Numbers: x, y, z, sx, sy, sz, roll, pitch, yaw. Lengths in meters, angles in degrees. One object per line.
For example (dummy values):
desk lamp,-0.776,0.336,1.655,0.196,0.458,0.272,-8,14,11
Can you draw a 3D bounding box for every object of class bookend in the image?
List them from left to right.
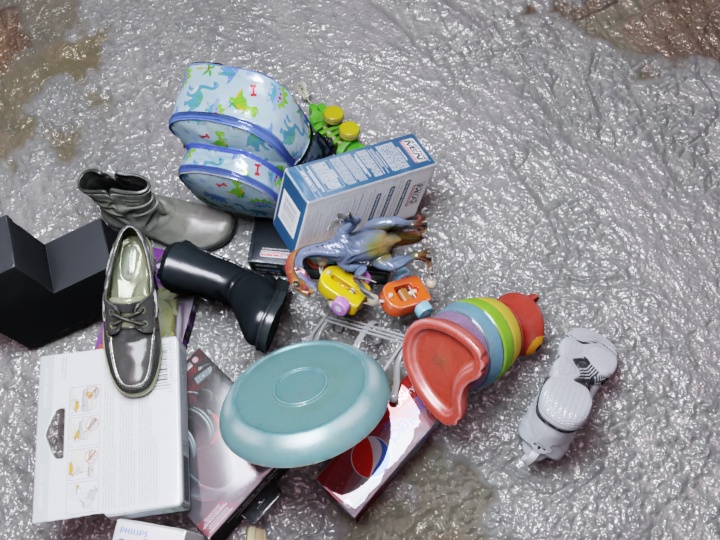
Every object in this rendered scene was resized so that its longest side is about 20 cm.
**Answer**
bookend,-0.396,-0.009,0.996,0.196,0.200,0.093,-25,63,3

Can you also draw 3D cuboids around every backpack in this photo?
backpack,-0.149,-0.160,1.010,0.179,0.200,0.150,10,70,20

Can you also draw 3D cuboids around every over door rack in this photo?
over door rack,-0.032,0.133,0.963,0.146,0.068,0.200,12,38,36

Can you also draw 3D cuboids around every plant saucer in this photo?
plant saucer,-0.065,0.137,0.877,0.196,0.028,0.201,-9,31,6

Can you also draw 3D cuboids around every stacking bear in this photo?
stacking bear,0.155,0.085,0.969,0.198,0.123,0.113,-19,49,-42

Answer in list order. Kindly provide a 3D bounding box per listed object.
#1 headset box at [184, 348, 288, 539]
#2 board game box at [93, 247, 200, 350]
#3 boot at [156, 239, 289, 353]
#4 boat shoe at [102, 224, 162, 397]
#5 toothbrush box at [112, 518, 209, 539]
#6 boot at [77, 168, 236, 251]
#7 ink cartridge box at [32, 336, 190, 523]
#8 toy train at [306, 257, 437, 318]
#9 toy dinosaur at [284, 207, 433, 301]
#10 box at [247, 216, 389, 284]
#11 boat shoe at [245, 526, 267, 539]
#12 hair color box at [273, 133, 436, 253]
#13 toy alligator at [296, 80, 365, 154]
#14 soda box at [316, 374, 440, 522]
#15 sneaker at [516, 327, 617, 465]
headset box,-0.180,0.224,0.977,0.199,0.075,0.149,41,75,17
board game box,-0.288,0.068,1.072,0.117,0.032,0.204,7,69,10
boot,-0.177,0.028,0.986,0.165,0.200,0.078,19,101,-6
boat shoe,-0.275,0.044,0.930,0.070,0.066,0.205,-3,71,-7
toothbrush box,-0.236,0.393,0.876,0.084,0.146,0.204,6,68,5
boot,-0.277,-0.084,1.074,0.195,0.131,0.069,5,68,5
ink cartridge box,-0.292,0.190,0.933,0.170,0.044,0.204,-8,66,1
toy train,0.000,0.000,1.026,0.148,0.056,0.201,-19,61,-31
toy dinosaur,-0.001,-0.015,0.975,0.177,0.200,0.107,-6,90,3
box,-0.049,-0.070,1.103,0.195,0.046,0.162,5,69,4
boat shoe,-0.094,0.398,0.912,0.063,0.071,0.204,-11,78,-7
hair color box,-0.007,-0.098,0.997,0.197,0.101,0.061,-20,60,-30
toy alligator,-0.053,-0.207,1.146,0.054,0.060,0.200,-29,58,-24
soda box,0.036,0.211,0.979,0.070,0.064,0.200,39,74,17
sneaker,0.254,0.158,0.986,0.074,0.116,0.200,32,39,14
